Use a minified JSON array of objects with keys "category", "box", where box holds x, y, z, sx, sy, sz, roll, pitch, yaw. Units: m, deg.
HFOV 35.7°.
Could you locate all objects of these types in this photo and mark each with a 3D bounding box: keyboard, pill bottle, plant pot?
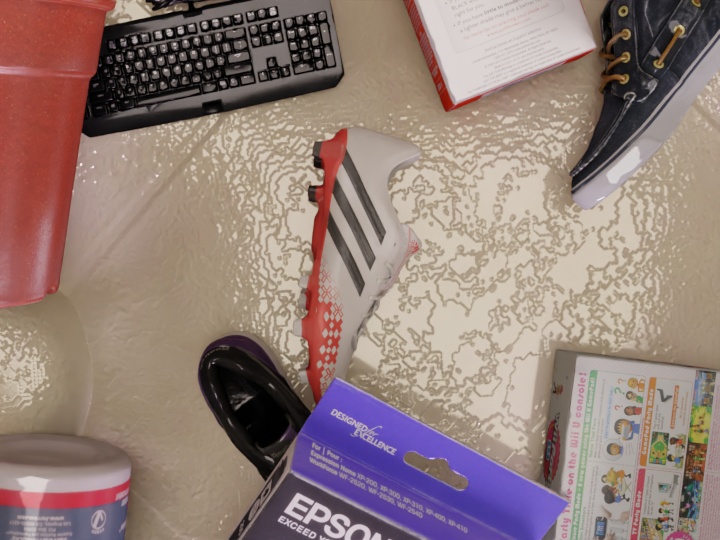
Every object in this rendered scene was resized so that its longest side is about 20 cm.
[{"category":"keyboard","box":[-0.115,-0.164,0.792,0.197,0.040,0.106,-13,93,-3]},{"category":"pill bottle","box":[-0.223,0.221,0.759,0.118,0.120,0.203,6,92,-3]},{"category":"plant pot","box":[-0.264,-0.086,0.721,0.198,0.201,0.198,5,100,-3]}]

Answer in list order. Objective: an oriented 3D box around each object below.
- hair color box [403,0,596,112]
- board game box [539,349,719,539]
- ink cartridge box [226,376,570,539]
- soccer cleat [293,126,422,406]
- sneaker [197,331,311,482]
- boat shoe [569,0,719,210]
[{"category":"hair color box","box":[0.077,-0.227,0.787,0.110,0.064,0.202,-21,94,-1]},{"category":"board game box","box":[0.234,0.142,0.806,0.197,0.064,0.150,8,91,-4]},{"category":"ink cartridge box","box":[0.014,0.197,0.757,0.197,0.044,0.201,28,110,-15]},{"category":"soccer cleat","box":[0.000,0.000,0.790,0.084,0.069,0.203,5,87,1]},{"category":"sneaker","box":[-0.046,0.133,0.779,0.076,0.088,0.200,-43,93,-1]},{"category":"boat shoe","box":[0.194,-0.143,0.796,0.091,0.071,0.201,40,83,-2]}]
